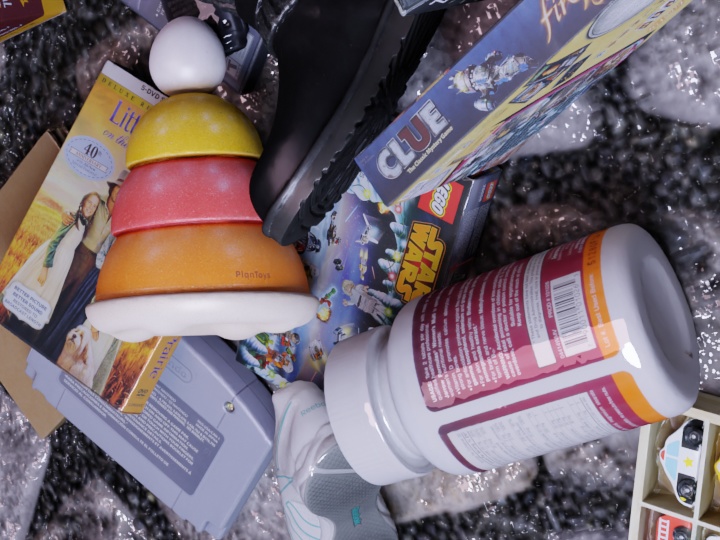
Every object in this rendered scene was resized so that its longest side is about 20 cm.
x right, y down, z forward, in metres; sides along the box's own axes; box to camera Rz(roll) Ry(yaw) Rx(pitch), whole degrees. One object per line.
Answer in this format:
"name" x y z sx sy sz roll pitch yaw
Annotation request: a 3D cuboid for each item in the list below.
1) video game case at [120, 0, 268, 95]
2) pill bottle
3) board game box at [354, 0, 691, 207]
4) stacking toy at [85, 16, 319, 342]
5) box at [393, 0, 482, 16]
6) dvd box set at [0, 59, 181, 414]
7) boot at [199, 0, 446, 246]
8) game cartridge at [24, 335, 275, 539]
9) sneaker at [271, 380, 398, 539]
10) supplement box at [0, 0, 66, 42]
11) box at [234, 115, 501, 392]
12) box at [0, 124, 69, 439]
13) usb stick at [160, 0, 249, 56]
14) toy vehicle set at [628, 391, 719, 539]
"video game case" -0.121 -0.232 1.002 0.200 0.019 0.144 39 122 21
"pill bottle" 0.084 0.054 0.862 0.199 0.109 0.111 -20 92 27
"board game box" 0.102 -0.116 0.803 0.200 0.135 0.035 -41 79 35
"stacking toy" -0.100 -0.059 0.938 0.145 0.146 0.202 -6 83 36
"box" 0.115 -0.216 0.746 0.199 0.163 0.087 -26 88 38
"dvd box set" -0.163 -0.024 1.036 0.146 0.029 0.201 32 97 22
"boot" -0.050 -0.136 0.894 0.157 0.079 0.212 27 83 12
"game cartridge" -0.148 0.088 1.088 0.200 0.041 0.134 39 120 11
"sneaker" -0.020 0.147 0.991 0.080 0.070 0.201 55 157 37
"supplement box" -0.360 -0.208 1.063 0.196 0.199 0.134 -15 95 37
"box" 0.000 0.000 0.969 0.136 0.040 0.202 28 118 25
"box" -0.237 0.014 1.150 0.200 0.021 0.164 -43 81 34
"usb stick" -0.124 -0.234 0.973 0.055 0.033 0.202 -18 92 28
"toy vehicle set" 0.217 0.177 0.873 0.123 0.026 0.202 14 111 32
